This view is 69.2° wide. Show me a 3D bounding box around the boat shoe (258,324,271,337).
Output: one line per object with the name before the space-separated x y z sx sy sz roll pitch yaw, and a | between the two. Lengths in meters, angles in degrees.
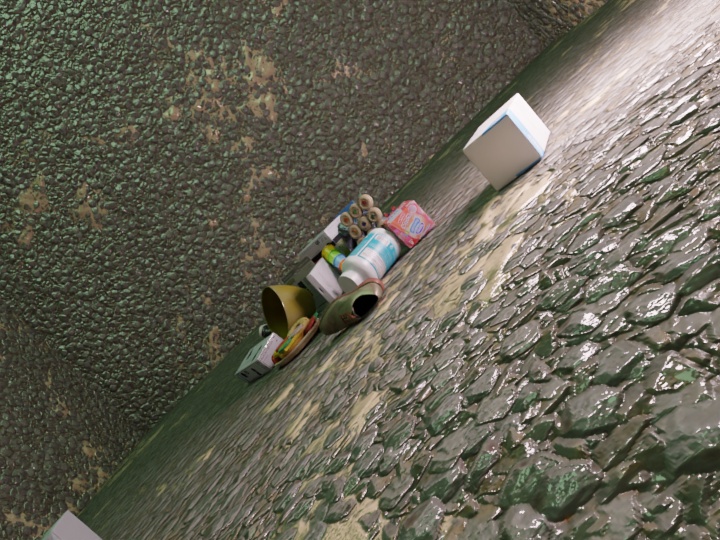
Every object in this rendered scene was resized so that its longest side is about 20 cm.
boat shoe | -0.376 0.252 2.307 0.060 0.075 0.200 2 6 18

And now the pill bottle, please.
pill bottle | 0.021 -0.019 1.439 0.200 0.111 0.111 -48 9 -35

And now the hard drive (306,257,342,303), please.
hard drive | -0.113 0.035 1.788 0.027 0.132 0.200 -41 8 17

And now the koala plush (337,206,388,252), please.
koala plush | 0.061 -0.130 1.806 0.199 0.185 0.177 -7 31 42

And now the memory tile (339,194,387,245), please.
memory tile | 0.028 -0.132 1.696 0.153 0.201 0.017 -36 2 39

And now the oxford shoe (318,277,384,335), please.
oxford shoe | -0.029 0.095 1.236 0.200 0.070 0.075 -43 12 21

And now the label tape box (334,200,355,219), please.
label tape box | -0.015 -0.150 2.035 0.144 0.200 0.063 -36 9 48

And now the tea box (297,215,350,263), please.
tea box | -0.097 -0.065 2.014 0.200 0.197 0.134 -38 9 43

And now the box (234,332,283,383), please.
box | -0.336 0.297 1.751 0.200 0.060 0.117 -37 20 48

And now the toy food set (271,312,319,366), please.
toy food set | -0.195 0.207 1.576 0.200 0.049 0.198 -50 8 -34

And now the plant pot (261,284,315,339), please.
plant pot | -0.243 0.134 1.843 0.141 0.201 0.200 -17 -9 -33

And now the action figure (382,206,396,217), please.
action figure | 0.146 -0.263 2.422 0.065 0.052 0.200 -40 10 4

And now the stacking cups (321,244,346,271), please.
stacking cups | -0.065 -0.030 1.823 0.061 0.061 0.200 -45 39 -9

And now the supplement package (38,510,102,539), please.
supplement package | -0.786 0.760 1.317 0.200 0.147 0.191 -47 8 -20

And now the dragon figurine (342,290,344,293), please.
dragon figurine | 0.000 0.000 1.653 0.200 0.059 0.099 -44 7 14

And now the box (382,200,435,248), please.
box | 0.136 -0.136 1.529 0.103 0.095 0.200 -43 7 2

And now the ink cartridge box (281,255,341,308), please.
ink cartridge box | -0.174 0.034 1.966 0.200 0.176 0.084 -37 10 40

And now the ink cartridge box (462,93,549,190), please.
ink cartridge box | 0.343 -0.302 1.203 0.128 0.125 0.200 -37 9 39
